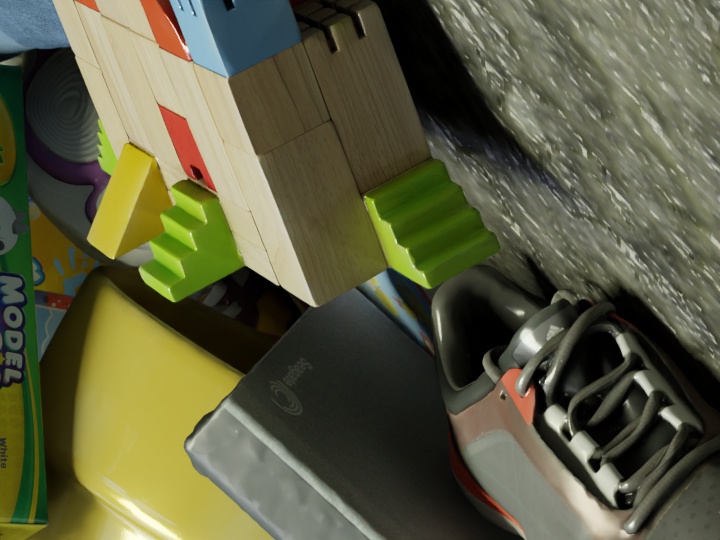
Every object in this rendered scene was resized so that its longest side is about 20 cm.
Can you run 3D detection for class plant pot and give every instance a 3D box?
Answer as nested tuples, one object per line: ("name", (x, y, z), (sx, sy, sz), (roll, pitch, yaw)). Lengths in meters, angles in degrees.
("plant pot", (-0.058, 0.126, 1.114), (0.201, 0.189, 0.201), (30, -177, -2))

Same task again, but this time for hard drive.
("hard drive", (0.041, 0.095, 0.959), (0.200, 0.033, 0.140), (42, -159, 0))

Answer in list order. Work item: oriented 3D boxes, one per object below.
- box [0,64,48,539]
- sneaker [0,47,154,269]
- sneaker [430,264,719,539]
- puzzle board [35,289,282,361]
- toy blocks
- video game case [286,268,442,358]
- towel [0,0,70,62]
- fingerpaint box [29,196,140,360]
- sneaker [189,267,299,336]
("box", (-0.156, 0.035, 1.086), (0.117, 0.048, 0.200), (-34, 55, 57))
("sneaker", (-0.104, -0.064, 1.156), (0.200, 0.075, 0.100), (59, 175, 41))
("sneaker", (0.069, 0.053, 0.866), (0.200, 0.077, 0.082), (31, 150, 58))
("puzzle board", (-0.085, 0.118, 1.207), (0.151, 0.200, 0.017), (11, 174, -29))
("toy blocks", (-0.046, -0.077, 0.895), (0.200, 0.100, 0.137), (31, 146, 60))
("video game case", (0.000, 0.000, 1.095), (0.143, 0.017, 0.200), (56, 167, -21))
("towel", (-0.152, -0.120, 1.068), (0.200, 0.049, 0.112), (-9, 135, 47))
("fingerpaint box", (-0.217, -0.008, 1.199), (0.200, 0.167, 0.073), (47, 157, -11))
("sneaker", (-0.088, 0.000, 1.288), (0.200, 0.075, 0.090), (46, 172, 21))
